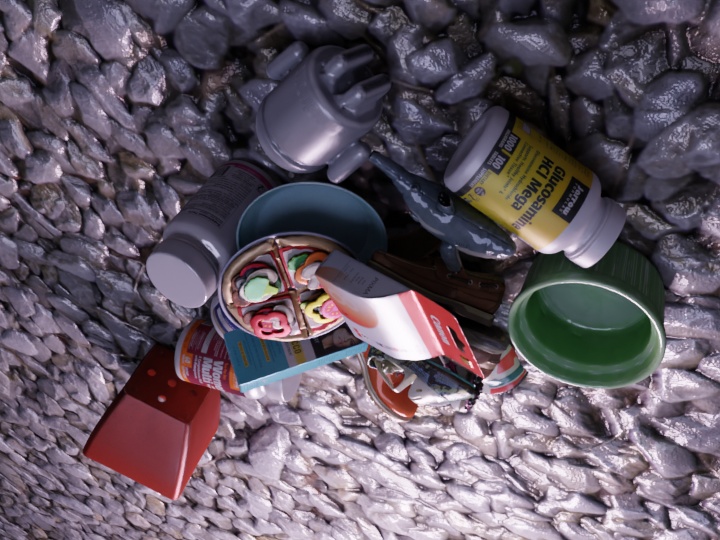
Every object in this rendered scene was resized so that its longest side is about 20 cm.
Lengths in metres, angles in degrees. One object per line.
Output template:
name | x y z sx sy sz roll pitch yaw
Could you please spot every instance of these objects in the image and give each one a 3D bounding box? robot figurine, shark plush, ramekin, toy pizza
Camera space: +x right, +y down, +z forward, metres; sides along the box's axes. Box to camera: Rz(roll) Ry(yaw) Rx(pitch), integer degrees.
robot figurine | -0.052 -0.192 1.094 0.199 0.113 0.171 -33 86 45
shark plush | 0.101 -0.085 1.081 0.200 0.091 0.083 49 173 -8
ramekin | 0.297 0.051 1.173 0.198 0.098 0.201 15 138 13
toy pizza | -0.089 0.030 1.199 0.198 0.032 0.202 -5 134 -5

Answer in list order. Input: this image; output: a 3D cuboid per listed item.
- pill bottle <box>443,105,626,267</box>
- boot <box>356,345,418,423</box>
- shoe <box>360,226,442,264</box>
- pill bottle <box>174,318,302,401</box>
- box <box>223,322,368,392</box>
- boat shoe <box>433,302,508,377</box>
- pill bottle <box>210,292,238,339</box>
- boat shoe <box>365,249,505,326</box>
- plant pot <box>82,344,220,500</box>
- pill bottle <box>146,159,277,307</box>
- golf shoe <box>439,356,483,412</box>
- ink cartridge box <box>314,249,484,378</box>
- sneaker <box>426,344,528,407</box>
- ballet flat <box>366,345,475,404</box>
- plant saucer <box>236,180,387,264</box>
pill bottle | 0.206 -0.093 1.061 0.199 0.113 0.113 33 139 -8
boot | 0.053 0.139 1.387 0.106 0.075 0.201 -20 104 31
shoe | 0.077 -0.022 1.217 0.199 0.071 0.053 -32 148 26
pill bottle | -0.204 0.154 1.534 0.198 0.110 0.110 12 137 17
box | -0.093 0.104 1.322 0.198 0.083 0.049 -18 163 -11
boat shoe | 0.099 0.084 1.226 0.199 0.076 0.072 25 112 23
pill bottle | -0.140 0.030 1.371 0.111 0.112 0.200 36 139 -11
boat shoe | 0.098 0.005 1.160 0.199 0.069 0.072 23 -177 -29
plant pot | -0.368 0.261 1.682 0.198 0.200 0.177 26 129 0
pill bottle | -0.199 -0.050 1.244 0.112 0.201 0.114 19 138 17
golf shoe | 0.138 0.101 1.290 0.091 0.072 0.203 7 102 25
ink cartridge box | 0.049 0.070 1.132 0.199 0.050 0.163 31 162 36
sneaker | 0.155 0.145 1.381 0.199 0.070 0.094 -18 105 42
ballet flat | 0.079 0.149 1.267 0.199 0.074 0.075 28 153 51
plant saucer | -0.063 -0.046 1.192 0.197 0.036 0.201 0 132 0
